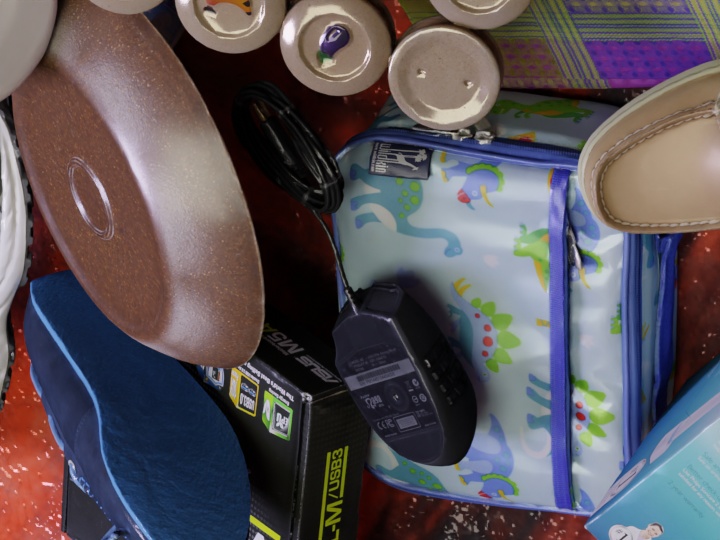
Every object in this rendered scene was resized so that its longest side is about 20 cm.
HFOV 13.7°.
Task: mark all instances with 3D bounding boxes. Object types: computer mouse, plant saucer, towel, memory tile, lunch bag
[{"bbox_3d":[0.000,0.000,1.382,0.059,0.034,0.200,-15,104,51],"label":"computer mouse"},{"bbox_3d":[-0.112,-0.039,1.395,0.200,0.037,0.201,47,152,35],"label":"plant saucer"},{"bbox_3d":[0.096,-0.131,1.329,0.200,0.023,0.144,2,145,28],"label":"towel"},{"bbox_3d":[-0.019,-0.151,1.279,0.200,0.017,0.153,19,119,-1],"label":"memory tile"},{"bbox_3d":[0.071,0.015,1.419,0.161,0.082,0.200,10,120,20],"label":"lunch bag"}]

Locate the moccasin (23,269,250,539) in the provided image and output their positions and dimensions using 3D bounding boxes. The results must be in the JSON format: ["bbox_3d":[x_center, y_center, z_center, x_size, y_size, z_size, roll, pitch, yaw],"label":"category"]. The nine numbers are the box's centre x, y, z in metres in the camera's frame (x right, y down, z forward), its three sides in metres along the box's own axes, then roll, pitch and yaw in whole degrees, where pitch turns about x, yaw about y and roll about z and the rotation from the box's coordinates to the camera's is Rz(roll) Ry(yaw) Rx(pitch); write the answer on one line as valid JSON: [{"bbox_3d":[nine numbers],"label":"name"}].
[{"bbox_3d":[-0.106,0.083,1.455,0.068,0.080,0.200,105,148,-41],"label":"moccasin"}]

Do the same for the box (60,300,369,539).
[{"bbox_3d":[-0.077,0.096,1.511,0.200,0.047,0.193,36,129,40],"label":"box"}]

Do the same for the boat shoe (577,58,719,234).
[{"bbox_3d":[0.190,-0.056,1.290,0.200,0.066,0.074,-17,109,11],"label":"boat shoe"}]

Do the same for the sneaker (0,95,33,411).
[{"bbox_3d":[-0.207,-0.008,1.504,0.079,0.074,0.200,6,120,-14],"label":"sneaker"}]

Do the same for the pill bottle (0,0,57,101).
[{"bbox_3d":[-0.233,-0.129,1.409,0.200,0.113,0.113,8,123,59],"label":"pill bottle"}]

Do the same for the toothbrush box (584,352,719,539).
[{"bbox_3d":[0.212,0.056,1.326,0.085,0.146,0.200,45,125,0],"label":"toothbrush box"}]

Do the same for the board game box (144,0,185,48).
[{"bbox_3d":[-0.169,-0.176,1.478,0.200,0.026,0.200,39,126,4],"label":"board game box"}]
